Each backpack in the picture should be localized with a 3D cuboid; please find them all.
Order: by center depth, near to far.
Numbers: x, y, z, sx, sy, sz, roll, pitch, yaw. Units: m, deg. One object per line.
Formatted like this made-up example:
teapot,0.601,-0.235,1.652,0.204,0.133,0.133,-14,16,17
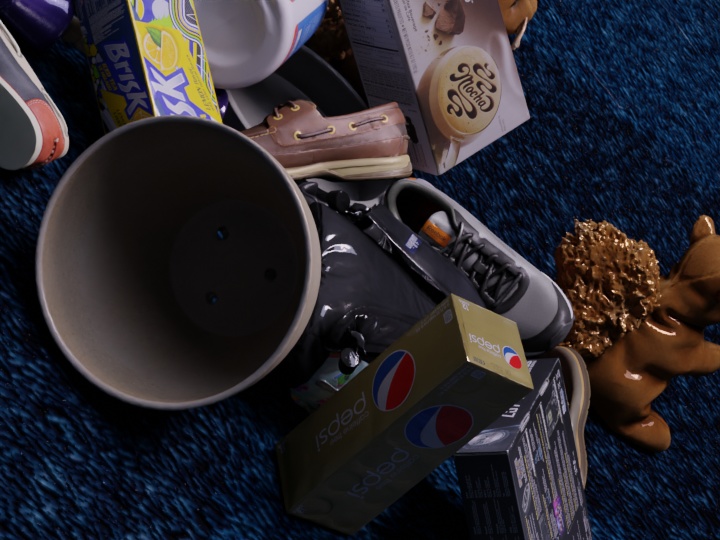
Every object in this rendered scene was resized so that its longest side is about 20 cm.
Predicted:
backpack,0.015,0.058,1.703,0.200,0.127,0.167,33,44,-29

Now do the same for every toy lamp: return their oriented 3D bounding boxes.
toy lamp,-0.199,-0.171,1.765,0.200,0.058,0.058,33,32,-30

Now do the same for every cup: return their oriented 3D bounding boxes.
cup,-0.109,-0.004,1.570,0.200,0.200,0.143,54,12,11

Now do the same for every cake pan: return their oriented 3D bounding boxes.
cake pan,-0.056,-0.124,1.916,0.200,0.037,0.200,34,32,-25

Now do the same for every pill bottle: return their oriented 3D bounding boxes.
pill bottle,-0.087,-0.224,1.833,0.112,0.112,0.200,46,21,-4

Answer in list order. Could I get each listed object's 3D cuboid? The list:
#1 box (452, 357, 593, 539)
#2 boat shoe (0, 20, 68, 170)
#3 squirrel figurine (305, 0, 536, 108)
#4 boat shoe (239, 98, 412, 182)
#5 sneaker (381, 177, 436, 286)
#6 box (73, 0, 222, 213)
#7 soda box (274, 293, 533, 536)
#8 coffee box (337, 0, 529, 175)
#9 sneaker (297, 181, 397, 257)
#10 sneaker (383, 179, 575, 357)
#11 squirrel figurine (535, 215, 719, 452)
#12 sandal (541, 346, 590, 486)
box,0.129,0.189,1.675,0.160,0.043,0.200,-52,133,-60
boat shoe,-0.284,-0.158,1.619,0.200,0.071,0.063,53,23,6
squirrel figurine,0.056,-0.235,2.023,0.200,0.187,0.142,37,27,-17
boat shoe,-0.056,-0.104,1.790,0.200,0.072,0.068,-3,92,-18
sneaker,0.091,0.015,1.908,0.112,0.077,0.200,16,53,-63
box,-0.155,-0.129,1.699,0.070,0.064,0.200,-2,73,-44
soda box,0.028,0.106,1.584,0.068,0.200,0.064,24,37,-35
coffee box,0.058,-0.199,1.902,0.113,0.080,0.200,-32,119,-28
sneaker,0.000,0.000,1.788,0.200,0.091,0.076,31,31,-30
sneaker,0.087,-0.002,1.775,0.200,0.074,0.079,41,-2,30
squirrel figurine,0.257,0.035,1.990,0.200,0.187,0.142,26,36,-33
sandal,0.155,0.133,1.867,0.054,0.080,0.200,17,41,-9
